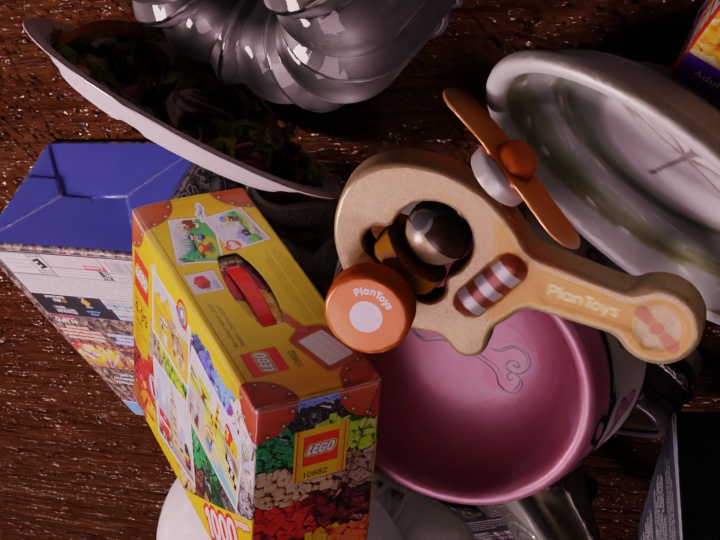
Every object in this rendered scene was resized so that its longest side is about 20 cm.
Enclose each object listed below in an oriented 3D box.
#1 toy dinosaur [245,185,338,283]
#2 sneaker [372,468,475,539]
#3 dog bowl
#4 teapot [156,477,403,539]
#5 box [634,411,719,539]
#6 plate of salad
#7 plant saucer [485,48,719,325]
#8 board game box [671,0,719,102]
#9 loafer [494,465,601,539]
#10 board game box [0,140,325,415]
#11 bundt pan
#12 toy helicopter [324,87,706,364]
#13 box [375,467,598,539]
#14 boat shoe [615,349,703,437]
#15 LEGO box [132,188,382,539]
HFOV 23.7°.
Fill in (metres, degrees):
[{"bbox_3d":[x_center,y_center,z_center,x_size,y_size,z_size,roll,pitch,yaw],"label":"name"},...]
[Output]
[{"bbox_3d":[0.000,0.000,1.093,0.102,0.077,0.201,-16,111,35],"label":"toy dinosaur"},{"bbox_3d":[-0.012,0.159,1.252,0.199,0.074,0.116,21,153,19],"label":"sneaker"},{"bbox_3d":[0.064,0.048,0.999,0.199,0.074,0.202,10,119,18],"label":"dog bowl"},{"bbox_3d":[-0.071,0.224,1.202,0.197,0.146,0.200,-11,126,48],"label":"teapot"},{"bbox_3d":[0.253,0.178,1.051,0.147,0.108,0.200,1,149,3],"label":"box"},{"bbox_3d":[-0.093,-0.099,0.954,0.199,0.048,0.200,29,-170,-5],"label":"plate of salad"},{"bbox_3d":[0.153,-0.049,0.845,0.200,0.050,0.200,38,166,11],"label":"plant saucer"},{"bbox_3d":[0.236,-0.111,0.702,0.151,0.046,0.200,28,152,1],"label":"board game box"},{"bbox_3d":[0.129,0.152,1.157,0.201,0.069,0.075,54,168,-1],"label":"loafer"},{"bbox_3d":[-0.132,0.012,1.188,0.159,0.097,0.200,5,144,38],"label":"board game box"},{"bbox_3d":[-0.053,-0.152,0.841,0.201,0.076,0.202,28,160,11],"label":"bundt pan"},{"bbox_3d":[0.084,-0.009,0.881,0.199,0.079,0.133,19,119,5],"label":"toy helicopter"},{"bbox_3d":[0.057,0.147,1.296,0.160,0.044,0.200,40,150,-19],"label":"box"},{"bbox_3d":[0.119,0.068,1.089,0.199,0.061,0.074,6,144,36],"label":"boat shoe"},{"bbox_3d":[-0.067,0.070,1.007,0.200,0.077,0.150,-128,34,-47],"label":"LEGO box"}]
